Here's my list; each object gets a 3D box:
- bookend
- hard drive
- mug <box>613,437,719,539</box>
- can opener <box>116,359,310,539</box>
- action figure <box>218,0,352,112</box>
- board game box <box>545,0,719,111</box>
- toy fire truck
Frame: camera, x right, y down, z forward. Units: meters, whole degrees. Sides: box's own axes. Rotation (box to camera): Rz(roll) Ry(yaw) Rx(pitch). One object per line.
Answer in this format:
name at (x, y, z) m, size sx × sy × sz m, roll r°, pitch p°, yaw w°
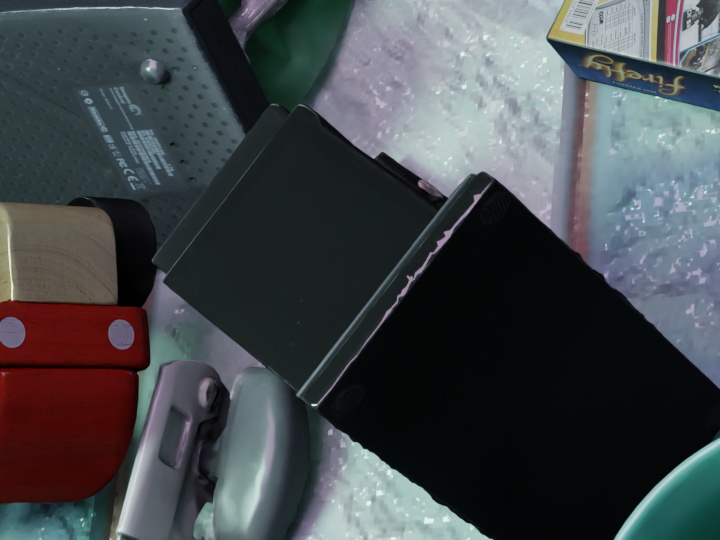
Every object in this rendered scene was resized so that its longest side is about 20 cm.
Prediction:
bookend at (0.000, 0.000, 0.975) m, size 0.200 × 0.199 × 0.092 m, roll 37°, pitch 89°, yaw 39°
hard drive at (-0.125, -0.061, 1.129) m, size 0.200 × 0.135 × 0.042 m, roll -3°, pitch 42°, yaw 30°
mug at (0.148, 0.124, 0.860) m, size 0.152 × 0.114 × 0.185 m, roll -51°, pitch 50°, yaw -2°
can opener at (-0.069, 0.127, 1.042) m, size 0.067 × 0.053 × 0.200 m, roll 0°, pitch 66°, yaw 31°
action figure at (-0.009, -0.168, 1.141) m, size 0.200 × 0.118 × 0.055 m, roll -52°, pitch 27°, yaw -17°
board game box at (0.172, -0.153, 1.060) m, size 0.135 × 0.035 × 0.200 m, roll 17°, pitch 75°, yaw 36°
toy fire truck at (-0.168, 0.078, 1.076) m, size 0.176 × 0.129 × 0.200 m, roll -16°, pitch 75°, yaw 52°
